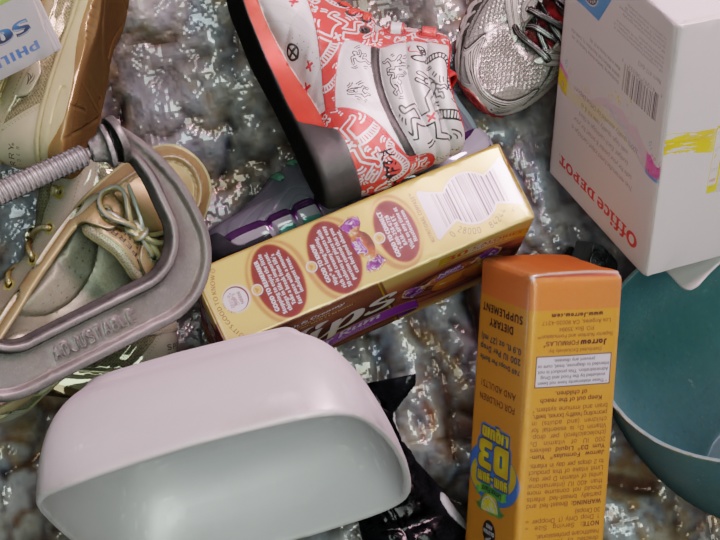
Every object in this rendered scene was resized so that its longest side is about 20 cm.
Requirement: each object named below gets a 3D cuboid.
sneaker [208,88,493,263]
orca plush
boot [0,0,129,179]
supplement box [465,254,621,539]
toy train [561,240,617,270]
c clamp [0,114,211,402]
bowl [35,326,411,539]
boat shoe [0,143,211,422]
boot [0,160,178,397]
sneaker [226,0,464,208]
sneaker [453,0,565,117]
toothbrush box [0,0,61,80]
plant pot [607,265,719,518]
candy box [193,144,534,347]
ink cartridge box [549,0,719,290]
[{"bbox_3d":[-0.018,-0.064,1.037,0.199,0.074,0.088,-22,73,-14],"label":"sneaker"},{"bbox_3d":[0.047,0.166,1.037,0.105,0.071,0.201,-9,92,-11],"label":"orca plush"},{"bbox_3d":[-0.224,-0.153,0.982,0.155,0.073,0.201,6,67,7],"label":"boot"},{"bbox_3d":[0.110,0.094,0.994,0.068,0.066,0.201,-4,101,-24],"label":"supplement box"},{"bbox_3d":[0.129,0.080,1.070,0.046,0.034,0.201,22,84,-45],"label":"toy train"},{"bbox_3d":[-0.182,-0.022,0.887,0.199,0.027,0.172,-21,95,-23],"label":"c clamp"},{"bbox_3d":[-0.078,0.102,0.956,0.199,0.200,0.075,-14,65,5],"label":"bowl"},{"bbox_3d":[-0.156,0.008,0.936,0.201,0.063,0.073,-45,103,-14],"label":"boat shoe"},{"bbox_3d":[-0.203,-0.005,0.991,0.199,0.072,0.155,7,89,-16],"label":"boot"},{"bbox_3d":[-0.009,-0.138,1.004,0.107,0.067,0.202,-20,65,-11],"label":"sneaker"},{"bbox_3d":[0.135,-0.183,1.047,0.078,0.082,0.200,41,84,-8],"label":"sneaker"},{"bbox_3d":[-0.277,-0.176,0.914,0.145,0.086,0.200,-28,55,-8],"label":"toothbrush box"},{"bbox_3d":[0.257,0.085,1.035,0.200,0.200,0.135,-28,132,-9],"label":"plant pot"},{"bbox_3d":[0.000,0.000,1.001,0.199,0.117,0.057,-24,76,-10],"label":"candy box"},{"bbox_3d":[0.203,-0.103,1.002,0.125,0.129,0.201,-14,131,-17],"label":"ink cartridge box"}]
